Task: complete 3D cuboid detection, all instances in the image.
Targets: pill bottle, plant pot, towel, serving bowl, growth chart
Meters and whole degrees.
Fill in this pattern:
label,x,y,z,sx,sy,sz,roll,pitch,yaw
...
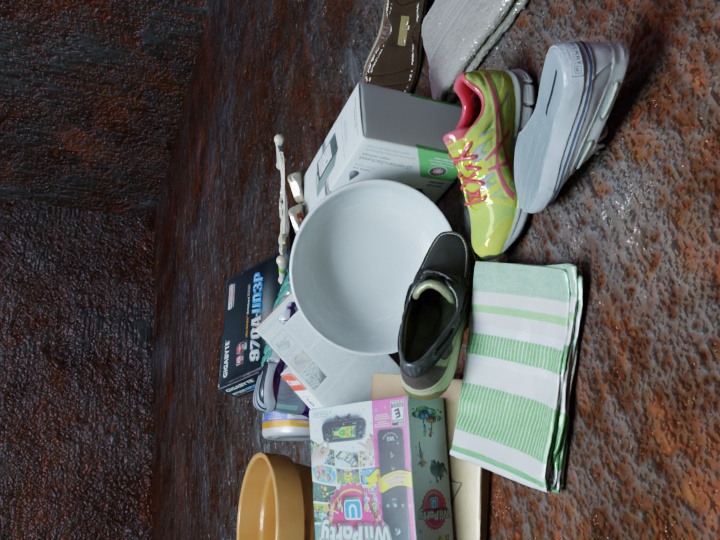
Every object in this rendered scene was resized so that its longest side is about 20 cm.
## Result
label,x,y,z,sx,sy,sz,roll,pitch,yaw
pill bottle,-0.096,0.161,1.249,0.112,0.111,0.203,145,128,-61
plant pot,-0.083,0.360,1.119,0.200,0.138,0.203,-173,90,-67
towel,0.145,0.093,0.761,0.152,0.023,0.203,3,86,59
towel,0.127,-0.301,0.943,0.200,0.034,0.134,129,143,-53
serving bowl,0.012,-0.006,0.931,0.066,0.198,0.203,-145,64,-75
growth chart,-0.107,-0.081,1.089,0.145,0.017,0.203,105,163,-71

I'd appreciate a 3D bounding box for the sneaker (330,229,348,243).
label,x,y,z,sx,sy,sz,roll,pitch,yaw
sneaker,0.000,0.000,1.035,0.200,0.075,0.079,53,-164,-58

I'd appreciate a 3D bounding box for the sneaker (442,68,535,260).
label,x,y,z,sx,sy,sz,roll,pitch,yaw
sneaker,0.122,-0.112,0.822,0.078,0.089,0.203,168,106,-65

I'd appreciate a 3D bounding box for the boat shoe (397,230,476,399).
label,x,y,z,sx,sy,sz,roll,pitch,yaw
boat shoe,0.082,0.033,0.834,0.066,0.071,0.203,72,-150,-52

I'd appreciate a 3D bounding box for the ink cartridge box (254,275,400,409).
label,x,y,z,sx,sy,sz,roll,pitch,yaw
ink cartridge box,-0.033,0.112,0.968,0.109,0.200,0.050,-45,9,-24

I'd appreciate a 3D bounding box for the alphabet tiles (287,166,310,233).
label,x,y,z,sx,sy,sz,roll,pitch,yaw
alphabet tiles,-0.050,-0.042,1.096,0.196,0.014,0.202,-45,-61,-71

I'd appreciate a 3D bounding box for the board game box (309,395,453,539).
label,x,y,z,sx,sy,sz,roll,pitch,yaw
board game box,0.020,0.242,0.847,0.147,0.064,0.203,-16,72,41

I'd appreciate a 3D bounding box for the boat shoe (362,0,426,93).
label,x,y,z,sx,sy,sz,roll,pitch,yaw
boat shoe,0.054,-0.311,1.102,0.075,0.074,0.204,-74,1,-63

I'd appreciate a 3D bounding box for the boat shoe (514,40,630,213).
label,x,y,z,sx,sy,sz,roll,pitch,yaw
boat shoe,0.185,-0.117,0.702,0.201,0.066,0.074,93,169,-63

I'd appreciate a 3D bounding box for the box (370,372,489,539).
label,x,y,z,sx,sy,sz,roll,pitch,yaw
box,0.070,0.216,0.864,0.162,0.021,0.203,-3,79,44

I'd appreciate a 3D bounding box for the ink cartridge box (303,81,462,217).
label,x,y,z,sx,sy,sz,roll,pitch,yaw
ink cartridge box,0.027,-0.125,0.989,0.200,0.144,0.085,129,142,-54

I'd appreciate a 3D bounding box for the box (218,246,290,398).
label,x,y,z,sx,sy,sz,roll,pitch,yaw
box,-0.140,0.076,1.216,0.158,0.046,0.202,-25,49,29

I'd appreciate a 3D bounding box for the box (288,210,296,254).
label,x,y,z,sx,sy,sz,roll,pitch,yaw
box,-0.053,0.030,1.154,0.158,0.050,0.202,57,-156,-60

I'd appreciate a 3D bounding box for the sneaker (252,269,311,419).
label,x,y,z,sx,sy,sz,roll,pitch,yaw
sneaker,-0.075,0.089,1.021,0.074,0.087,0.202,138,146,-66
